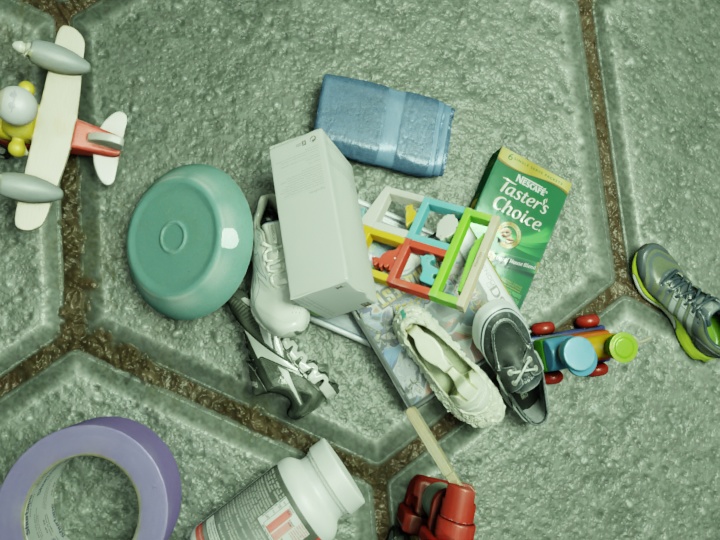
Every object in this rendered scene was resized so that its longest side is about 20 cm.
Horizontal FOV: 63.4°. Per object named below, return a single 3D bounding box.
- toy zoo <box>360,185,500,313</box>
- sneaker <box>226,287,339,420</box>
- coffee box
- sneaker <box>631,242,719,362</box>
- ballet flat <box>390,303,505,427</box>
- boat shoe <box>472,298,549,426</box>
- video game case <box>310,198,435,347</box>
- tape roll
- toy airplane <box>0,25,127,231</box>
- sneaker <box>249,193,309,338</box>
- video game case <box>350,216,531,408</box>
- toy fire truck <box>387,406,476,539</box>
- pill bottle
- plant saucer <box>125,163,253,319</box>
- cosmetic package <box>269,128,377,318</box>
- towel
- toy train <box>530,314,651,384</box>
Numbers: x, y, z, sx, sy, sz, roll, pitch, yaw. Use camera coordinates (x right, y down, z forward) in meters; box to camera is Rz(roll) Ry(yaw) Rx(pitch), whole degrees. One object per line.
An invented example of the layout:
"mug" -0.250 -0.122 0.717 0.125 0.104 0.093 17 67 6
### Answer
"toy zoo" 0.068 -0.037 0.763 0.196 0.021 0.133 18 70 25
"sneaker" -0.122 0.114 0.764 0.090 0.066 0.201 -42 92 -11
"coffee box" 0.208 -0.060 0.832 0.121 0.044 0.203 27 82 -2
"sneaker" 0.470 0.041 0.831 0.074 0.081 0.201 -39 89 -9
"ballet flat" 0.111 0.129 0.740 0.072 0.072 0.200 -44 92 -9
"boat shoe" 0.200 0.125 0.747 0.071 0.068 0.203 -27 123 -5
"video game case" 0.000 0.000 0.813 0.196 0.023 0.186 22 82 -4
"tape roll" -0.325 0.288 0.713 0.194 0.085 0.206 1 84 -6
"toy airplane" -0.395 -0.181 0.730 0.197 0.141 0.202 -34 88 -9
"sneaker" -0.110 -0.009 0.732 0.073 0.088 0.203 -10 55 -16
"video game case" 0.102 0.058 0.783 0.198 0.026 0.183 -32 91 -2
"toy fire truck" 0.089 0.279 0.714 0.125 0.176 0.205 13 82 -4
"pill bottle" -0.099 0.308 0.719 0.198 0.116 0.117 -36 88 -9
"plant saucer" -0.230 -0.040 0.744 0.195 0.036 0.206 -2 84 20
"cosmetic package" -0.046 -0.055 0.727 0.079 0.113 0.205 -16 67 16
"towel" 0.032 -0.202 0.827 0.195 0.049 0.115 13 82 -5
"toy train" 0.337 0.102 0.792 0.195 0.116 0.087 -8 85 -7
